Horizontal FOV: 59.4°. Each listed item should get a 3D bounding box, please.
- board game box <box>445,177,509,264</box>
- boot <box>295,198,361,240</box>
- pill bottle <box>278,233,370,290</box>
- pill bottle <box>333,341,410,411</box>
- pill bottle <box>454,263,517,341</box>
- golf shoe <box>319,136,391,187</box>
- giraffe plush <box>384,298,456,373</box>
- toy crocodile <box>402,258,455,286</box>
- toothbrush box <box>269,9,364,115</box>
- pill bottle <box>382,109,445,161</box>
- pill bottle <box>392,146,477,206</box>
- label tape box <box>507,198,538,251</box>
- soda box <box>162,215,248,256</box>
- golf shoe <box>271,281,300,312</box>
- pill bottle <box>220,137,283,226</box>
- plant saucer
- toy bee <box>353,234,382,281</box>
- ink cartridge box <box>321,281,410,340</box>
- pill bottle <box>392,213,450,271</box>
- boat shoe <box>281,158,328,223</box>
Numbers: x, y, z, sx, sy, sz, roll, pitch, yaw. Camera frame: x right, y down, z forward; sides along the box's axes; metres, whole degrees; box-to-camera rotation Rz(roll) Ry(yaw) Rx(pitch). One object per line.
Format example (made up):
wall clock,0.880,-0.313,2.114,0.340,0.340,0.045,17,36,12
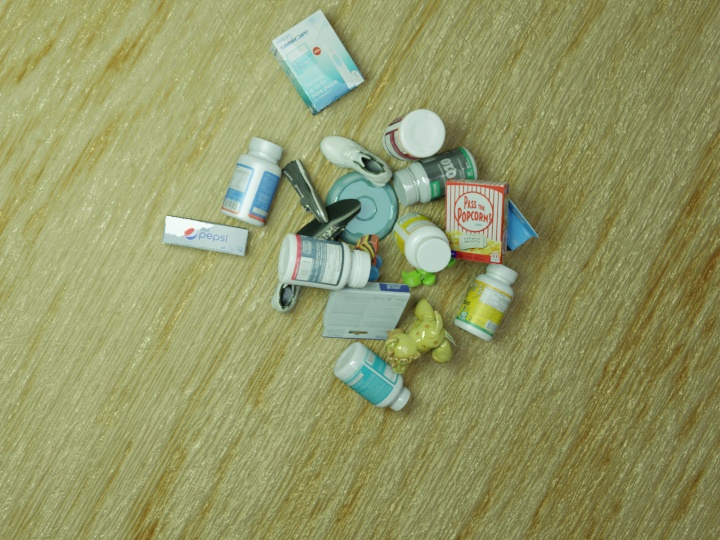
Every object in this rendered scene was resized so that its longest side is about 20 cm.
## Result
board game box,0.290,-0.125,1.579,0.151,0.046,0.200,9,112,30
boot,-0.066,-0.076,1.610,0.204,0.073,0.154,-38,132,-17
pill bottle,-0.085,-0.015,1.494,0.200,0.120,0.120,9,94,-20
pill bottle,0.035,0.286,1.664,0.200,0.111,0.111,39,86,-13
pill bottle,0.345,0.081,1.714,0.113,0.113,0.200,27,90,-14
golf shoe,-0.010,-0.287,1.584,0.200,0.097,0.078,27,87,3
giraffe plush,0.140,0.188,1.636,0.162,0.200,0.173,-24,99,-5
toy crocodile,0.199,-0.026,1.700,0.200,0.062,0.068,-41,142,-8
toothbrush box,-0.108,-0.511,1.563,0.146,0.085,0.200,-35,101,-8
pill bottle,0.126,-0.332,1.576,0.114,0.200,0.114,-1,97,-13
pill bottle,0.193,-0.242,1.646,0.200,0.113,0.113,-21,100,-10
label tape box,0.356,-0.122,1.650,0.066,0.200,0.143,-44,103,-7
soda box,-0.380,-0.087,1.554,0.200,0.063,0.068,9,95,-13
golf shoe,-0.169,0.013,1.597,0.078,0.097,0.200,13,91,-12
pill bottle,-0.258,-0.217,1.544,0.112,0.112,0.200,20,91,-14
plant saucer,0.008,-0.163,1.656,0.200,0.027,0.200,-1,96,-14
toy bee,0.000,0.000,1.630,0.109,0.131,0.200,1,107,11
ink cartridge box,0.009,0.105,1.638,0.199,0.041,0.200,5,137,-15
pill bottle,0.157,-0.068,1.593,0.113,0.200,0.113,-4,110,-10
boat shoe,-0.138,-0.188,1.568,0.057,0.067,0.200,-30,65,8
